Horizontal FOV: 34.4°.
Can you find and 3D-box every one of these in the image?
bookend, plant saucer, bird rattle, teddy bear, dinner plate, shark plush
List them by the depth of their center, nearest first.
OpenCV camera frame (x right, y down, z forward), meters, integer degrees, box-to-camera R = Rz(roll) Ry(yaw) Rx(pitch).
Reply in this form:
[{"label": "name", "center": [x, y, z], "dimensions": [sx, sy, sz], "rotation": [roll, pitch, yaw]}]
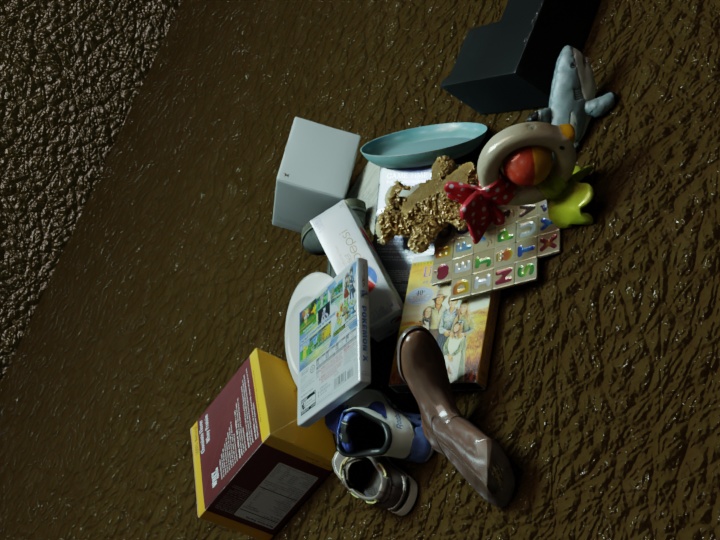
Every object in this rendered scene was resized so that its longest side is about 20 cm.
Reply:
[{"label": "bird rattle", "center": [0.207, -0.127, 1.505], "dimensions": [0.165, 0.196, 0.114], "rotation": [88, -176, -46]}, {"label": "shark plush", "center": [0.258, -0.202, 1.589], "dimensions": [0.201, 0.083, 0.091], "rotation": [-55, 30, 14]}, {"label": "teddy bear", "center": [0.101, -0.092, 1.663], "dimensions": [0.198, 0.067, 0.146], "rotation": [-26, 39, 32]}, {"label": "bookend", "center": [0.239, -0.348, 1.733], "dimensions": [0.199, 0.091, 0.201], "rotation": [3, 68, 61]}, {"label": "dinner plate", "center": [-0.071, 0.105, 1.776], "dimensions": [0.199, 0.024, 0.204], "rotation": [-3, 86, 56]}, {"label": "plant saucer", "center": [0.099, -0.190, 1.782], "dimensions": [0.200, 0.198, 0.028], "rotation": [24, 129, 61]}]

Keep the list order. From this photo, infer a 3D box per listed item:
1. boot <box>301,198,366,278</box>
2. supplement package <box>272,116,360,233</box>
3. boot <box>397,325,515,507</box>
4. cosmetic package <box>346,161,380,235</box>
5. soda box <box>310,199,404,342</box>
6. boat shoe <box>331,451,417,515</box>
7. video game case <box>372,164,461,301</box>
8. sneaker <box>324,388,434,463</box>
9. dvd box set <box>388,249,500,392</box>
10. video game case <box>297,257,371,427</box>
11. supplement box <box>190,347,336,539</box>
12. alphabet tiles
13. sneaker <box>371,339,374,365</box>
[{"label": "boot", "center": [-0.040, 0.007, 1.842], "dimensions": [0.182, 0.072, 0.203], "rotation": [-40, 49, 55]}, {"label": "supplement package", "center": [-0.077, -0.151, 1.986], "dimensions": [0.200, 0.118, 0.123], "rotation": [107, 179, -70]}, {"label": "boot", "center": [0.121, 0.181, 1.446], "dimensions": [0.063, 0.189, 0.200], "rotation": [-24, 24, -11]}, {"label": "cosmetic package", "center": [0.058, -0.104, 1.854], "dimensions": [0.104, 0.072, 0.201], "rotation": [-55, 29, 15]}, {"label": "soda box", "center": [0.000, 0.000, 1.713], "dimensions": [0.063, 0.068, 0.202], "rotation": [-30, 65, 8]}, {"label": "boat shoe", "center": [0.007, 0.286, 1.634], "dimensions": [0.199, 0.059, 0.073], "rotation": [21, 85, 61]}, {"label": "video game case", "center": [0.081, -0.055, 1.725], "dimensions": [0.141, 0.019, 0.204], "rotation": [2, 82, 35]}, {"label": "sneaker", "center": [0.001, 0.211, 1.610], "dimensions": [0.198, 0.114, 0.082], "rotation": [13, 93, 51]}, {"label": "dvd box set", "center": [0.121, 0.069, 1.609], "dimensions": [0.145, 0.029, 0.203], "rotation": [-5, 60, 35]}, {"label": "video game case", "center": [-0.040, 0.105, 1.647], "dimensions": [0.200, 0.022, 0.185], "rotation": [-42, 43, 53]}, {"label": "supplement box", "center": [-0.157, 0.276, 1.838], "dimensions": [0.201, 0.132, 0.198], "rotation": [-50, 31, 23]}, {"label": "alphabet tiles", "center": [0.185, -0.043, 1.598], "dimensions": [0.198, 0.006, 0.169], "rotation": [-16, 51, 31]}, {"label": "sneaker", "center": [-0.037, 0.128, 1.849], "dimensions": [0.199, 0.073, 0.088], "rotation": [33, 132, 51]}]
